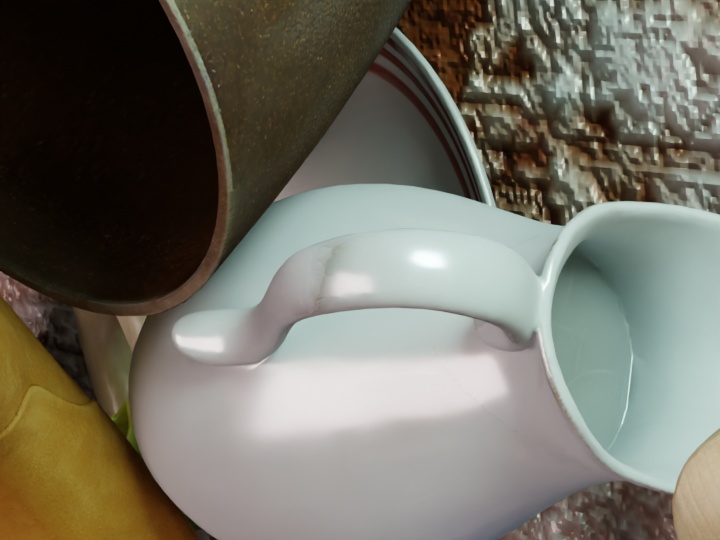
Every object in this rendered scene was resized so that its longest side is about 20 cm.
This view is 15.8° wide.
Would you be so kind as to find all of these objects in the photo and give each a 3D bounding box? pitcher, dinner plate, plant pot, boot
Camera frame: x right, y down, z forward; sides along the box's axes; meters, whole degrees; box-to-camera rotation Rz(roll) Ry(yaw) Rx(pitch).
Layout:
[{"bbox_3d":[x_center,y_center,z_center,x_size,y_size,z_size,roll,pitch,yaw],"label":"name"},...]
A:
[{"bbox_3d":[0.006,0.024,0.766,0.199,0.171,0.122,-9,68,45],"label":"pitcher"},{"bbox_3d":[0.000,0.000,0.929,0.200,0.024,0.201,21,116,52],"label":"dinner plate"},{"bbox_3d":[-0.048,-0.120,0.787,0.186,0.200,0.188,29,142,25],"label":"plant pot"},{"bbox_3d":[-0.113,0.051,0.796,0.201,0.071,0.144,47,167,8],"label":"boot"}]

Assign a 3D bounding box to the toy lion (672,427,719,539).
[{"bbox_3d":[0.178,0.095,0.605,0.199,0.069,0.192,-29,89,27],"label":"toy lion"}]

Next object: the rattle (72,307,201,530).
[{"bbox_3d":[-0.133,0.020,1.031,0.130,0.142,0.201,-126,16,-87],"label":"rattle"}]
